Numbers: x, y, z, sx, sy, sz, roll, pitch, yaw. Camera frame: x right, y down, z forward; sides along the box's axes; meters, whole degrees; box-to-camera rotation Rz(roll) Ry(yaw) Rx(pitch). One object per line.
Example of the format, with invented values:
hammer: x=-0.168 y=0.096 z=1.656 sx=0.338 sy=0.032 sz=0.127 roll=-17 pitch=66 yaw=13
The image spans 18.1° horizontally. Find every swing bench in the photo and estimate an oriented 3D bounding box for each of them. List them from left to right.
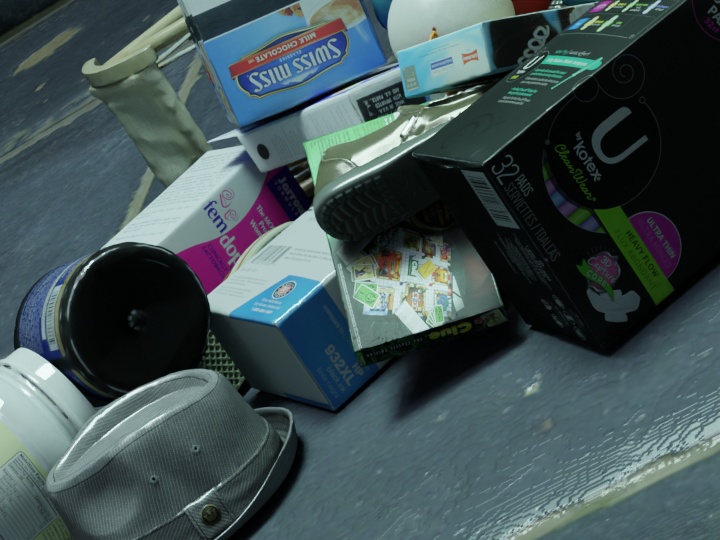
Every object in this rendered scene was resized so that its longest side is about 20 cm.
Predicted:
swing bench: x=-0.111 y=-0.145 z=2.004 sx=0.200 sy=0.199 sz=0.130 roll=-35 pitch=17 yaw=-2

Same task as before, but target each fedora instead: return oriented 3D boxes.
fedora: x=-0.141 y=0.137 z=1.528 sx=0.200 sy=0.090 sz=0.177 roll=-35 pitch=18 yaw=-1

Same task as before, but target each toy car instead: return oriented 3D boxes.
toy car: x=0.077 y=-0.190 z=1.678 sx=0.184 sy=0.177 sz=0.201 roll=-4 pitch=57 yaw=21

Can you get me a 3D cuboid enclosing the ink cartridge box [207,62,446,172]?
ink cartridge box: x=0.007 y=-0.137 z=1.829 sx=0.198 sy=0.044 sz=0.200 roll=-27 pitch=9 yaw=-37

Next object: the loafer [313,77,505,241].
loafer: x=0.055 y=-0.092 z=1.518 sx=0.199 sy=0.075 sz=0.070 roll=-22 pitch=48 yaw=2

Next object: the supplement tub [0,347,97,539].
supplement tub: x=-0.279 y=0.165 z=1.609 sx=0.200 sy=0.145 sz=0.145 roll=-42 pitch=20 yaw=-21

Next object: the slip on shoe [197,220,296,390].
slip on shoe: x=-0.091 y=0.035 z=1.735 sx=0.061 sy=0.074 sz=0.200 roll=-15 pitch=31 yaw=52

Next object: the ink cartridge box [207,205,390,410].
ink cartridge box: x=0.000 y=0.000 z=1.634 sx=0.200 sy=0.084 sz=0.145 roll=-41 pitch=20 yaw=-19

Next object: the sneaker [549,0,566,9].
sneaker: x=0.222 y=-0.225 z=1.812 sx=0.199 sy=0.078 sz=0.099 roll=-9 pitch=-14 yaw=37

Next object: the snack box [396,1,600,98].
snack box: x=0.139 y=-0.159 z=1.562 sx=0.199 sy=0.037 sz=0.116 roll=-13 pitch=1 yaw=-28

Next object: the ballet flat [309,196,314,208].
ballet flat: x=0.013 y=-0.071 z=1.808 sx=0.200 sy=0.072 sz=0.068 roll=-33 pitch=21 yaw=7

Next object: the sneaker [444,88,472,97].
sneaker: x=0.139 y=-0.096 z=1.689 sx=0.200 sy=0.081 sz=0.084 roll=-8 pitch=61 yaw=46

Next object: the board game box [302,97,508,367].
board game box: x=0.028 y=-0.029 z=1.540 sx=0.104 sy=0.023 sz=0.200 roll=-19 pitch=49 yaw=6

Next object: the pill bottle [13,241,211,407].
pill bottle: x=-0.192 y=0.044 z=1.665 sx=0.112 sy=0.112 sz=0.200 roll=-42 pitch=11 yaw=-21

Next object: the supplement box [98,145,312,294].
supplement box: x=-0.137 y=-0.007 z=1.863 sx=0.200 sy=0.101 sz=0.103 roll=-46 pitch=22 yaw=-30

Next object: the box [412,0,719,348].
box: x=0.165 y=-0.074 z=1.431 sx=0.200 sy=0.149 sz=0.124 roll=-39 pitch=17 yaw=-12

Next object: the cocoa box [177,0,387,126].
cocoa box: x=-0.069 y=-0.200 z=1.822 sx=0.133 sy=0.132 sz=0.200 roll=-23 pitch=7 yaw=-3
